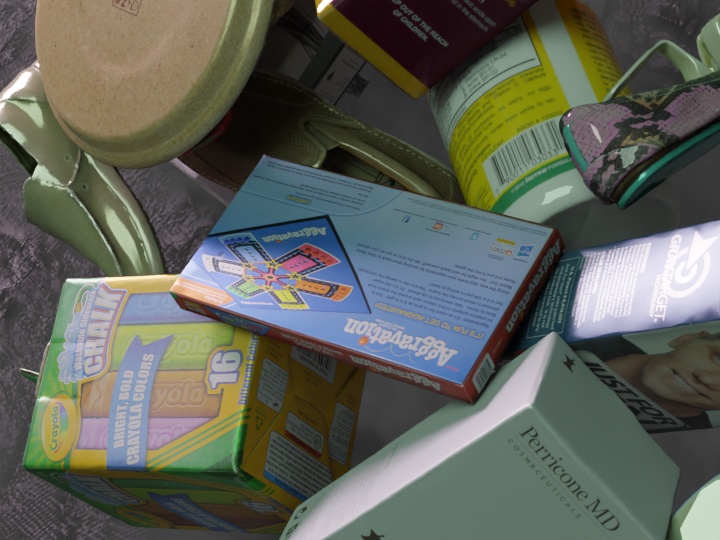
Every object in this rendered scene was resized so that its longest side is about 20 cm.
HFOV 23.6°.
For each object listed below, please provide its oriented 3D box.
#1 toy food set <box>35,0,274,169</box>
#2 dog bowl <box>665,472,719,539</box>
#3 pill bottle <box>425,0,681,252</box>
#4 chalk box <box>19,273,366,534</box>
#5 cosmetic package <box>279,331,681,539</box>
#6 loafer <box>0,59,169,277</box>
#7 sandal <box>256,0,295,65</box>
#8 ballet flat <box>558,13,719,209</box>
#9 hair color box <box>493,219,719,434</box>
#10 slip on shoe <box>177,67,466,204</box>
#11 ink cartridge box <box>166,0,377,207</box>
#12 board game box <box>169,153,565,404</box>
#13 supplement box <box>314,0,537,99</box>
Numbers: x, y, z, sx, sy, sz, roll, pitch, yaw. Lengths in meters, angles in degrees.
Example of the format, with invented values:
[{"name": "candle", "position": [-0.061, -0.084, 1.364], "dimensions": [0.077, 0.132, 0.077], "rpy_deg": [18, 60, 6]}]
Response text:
[{"name": "toy food set", "position": [-0.118, -0.158, 1.003], "dimensions": [0.197, 0.048, 0.202], "rpy_deg": [6, 87, 39]}, {"name": "dog bowl", "position": [0.227, 0.184, 0.809], "dimensions": [0.198, 0.079, 0.202], "rpy_deg": [-13, 62, 25]}, {"name": "pill bottle", "position": [0.099, -0.092, 0.992], "dimensions": [0.112, 0.113, 0.201], "rpy_deg": [-29, 57, 16]}, {"name": "chalk box", "position": [-0.115, 0.081, 1.031], "dimensions": [0.198, 0.124, 0.125], "rpy_deg": [-4, 65, 30]}, {"name": "cosmetic package", "position": [0.053, 0.132, 0.880], "dimensions": [0.200, 0.101, 0.071], "rpy_deg": [-38, 11, 31]}, {"name": "loafer", "position": [-0.184, -0.041, 1.128], "dimensions": [0.068, 0.076, 0.201], "rpy_deg": [-26, 76, -13]}, {"name": "sandal", "position": [-0.089, -0.146, 1.066], "dimensions": [0.210, 0.077, 0.070], "rpy_deg": [-22, 90, 29]}, {"name": "ballet flat", "position": [0.186, -0.096, 0.910], "dimensions": [0.199, 0.069, 0.071], "rpy_deg": [-24, 73, -29]}, {"name": "hair color box", "position": [0.166, 0.031, 0.863], "dimensions": [0.199, 0.100, 0.061], "rpy_deg": [-13, 51, 48]}, {"name": "slip on shoe", "position": [-0.032, -0.063, 1.024], "dimensions": [0.199, 0.061, 0.077], "rpy_deg": [25, 109, -2]}, {"name": "ink cartridge box", "position": [-0.069, -0.153, 1.137], "dimensions": [0.146, 0.084, 0.201], "rpy_deg": [34, 88, 38]}, {"name": "board game box", "position": [0.000, 0.000, 0.920], "dimensions": [0.199, 0.020, 0.103], "rpy_deg": [16, 61, 35]}, {"name": "supplement box", "position": [0.068, -0.205, 0.934], "dimensions": [0.199, 0.085, 0.111], "rpy_deg": [-37, 39, 23]}]
